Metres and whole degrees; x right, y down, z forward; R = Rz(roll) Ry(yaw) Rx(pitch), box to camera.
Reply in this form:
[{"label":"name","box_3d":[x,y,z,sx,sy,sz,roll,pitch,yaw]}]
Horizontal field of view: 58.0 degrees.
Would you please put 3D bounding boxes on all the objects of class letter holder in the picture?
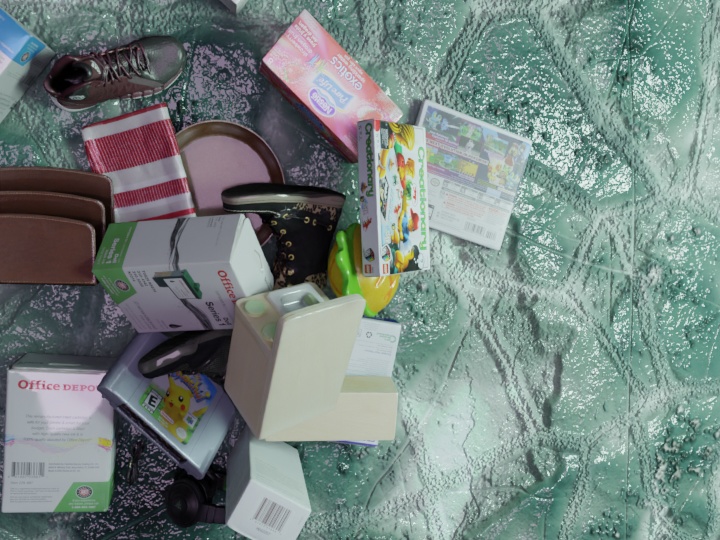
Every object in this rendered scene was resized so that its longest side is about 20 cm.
[{"label":"letter holder","box_3d":[-0.439,-0.063,0.867,0.193,0.101,0.147,1,101,-5]}]

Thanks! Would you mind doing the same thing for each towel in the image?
[{"label":"towel","box_3d":[-0.307,-0.117,0.913,0.140,0.023,0.206,-10,101,16]}]

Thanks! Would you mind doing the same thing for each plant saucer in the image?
[{"label":"plant saucer","box_3d":[-0.208,-0.116,0.960,0.194,0.034,0.207,-2,98,-11]}]

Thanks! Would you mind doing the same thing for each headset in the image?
[{"label":"headset","box_3d":[-0.248,0.314,0.963,0.194,0.123,0.097,12,93,-6]}]

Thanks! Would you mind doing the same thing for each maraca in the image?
[{"label":"maraca","box_3d":[0.000,0.000,0.942,0.104,0.200,0.141,-15,90,15]}]

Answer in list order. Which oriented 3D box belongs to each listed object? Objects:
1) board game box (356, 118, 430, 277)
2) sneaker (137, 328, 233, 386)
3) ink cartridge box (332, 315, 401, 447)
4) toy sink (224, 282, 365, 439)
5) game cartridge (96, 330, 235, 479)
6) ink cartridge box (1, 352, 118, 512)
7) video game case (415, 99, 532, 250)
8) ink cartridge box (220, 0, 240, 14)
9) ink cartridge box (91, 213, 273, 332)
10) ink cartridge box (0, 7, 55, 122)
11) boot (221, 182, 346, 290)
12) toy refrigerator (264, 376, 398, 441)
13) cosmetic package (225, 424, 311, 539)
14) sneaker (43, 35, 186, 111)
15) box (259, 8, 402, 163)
[{"label":"board game box","box_3d":[0.048,-0.098,0.899,0.125,0.034,0.207,-8,96,-51]},{"label":"sneaker","box_3d":[-0.218,0.138,0.938,0.197,0.075,0.118,-19,101,-43]},{"label":"ink cartridge box","box_3d":[-0.047,0.164,1.026,0.194,0.041,0.206,11,96,-12]},{"label":"toy sink","box_3d":[-0.092,0.095,0.852,0.128,0.112,0.204,-15,134,-37]},{"label":"game cartridge","box_3d":[-0.269,0.185,0.940,0.040,0.135,0.201,-27,115,31]},{"label":"ink cartridge box","box_3d":[-0.424,0.229,0.931,0.141,0.087,0.207,4,98,-13]},{"label":"video game case","box_3d":[0.162,-0.150,1.041,0.195,0.023,0.187,17,94,-13]},{"label":"ink cartridge box","box_3d":[-0.157,-0.484,0.907,0.116,0.067,0.202,38,88,-14]},{"label":"ink cartridge box","box_3d":[-0.232,0.008,0.879,0.194,0.086,0.148,-3,140,12]},{"label":"ink cartridge box","box_3d":[-0.497,-0.237,0.841,0.066,0.116,0.202,39,88,-14]},{"label":"boot","box_3d":[-0.113,-0.045,0.942,0.196,0.072,0.155,-5,111,-41]},{"label":"toy refrigerator","box_3d":[-0.046,0.205,0.978,0.193,0.070,0.078,2,103,-9]},{"label":"cosmetic package","box_3d":[-0.138,0.309,0.943,0.100,0.200,0.075,32,90,-13]},{"label":"sneaker","box_3d":[-0.330,-0.267,0.873,0.196,0.115,0.077,-24,101,-8]},{"label":"box","box_3d":[-0.044,-0.259,0.942,0.199,0.103,0.095,43,87,-14]}]
